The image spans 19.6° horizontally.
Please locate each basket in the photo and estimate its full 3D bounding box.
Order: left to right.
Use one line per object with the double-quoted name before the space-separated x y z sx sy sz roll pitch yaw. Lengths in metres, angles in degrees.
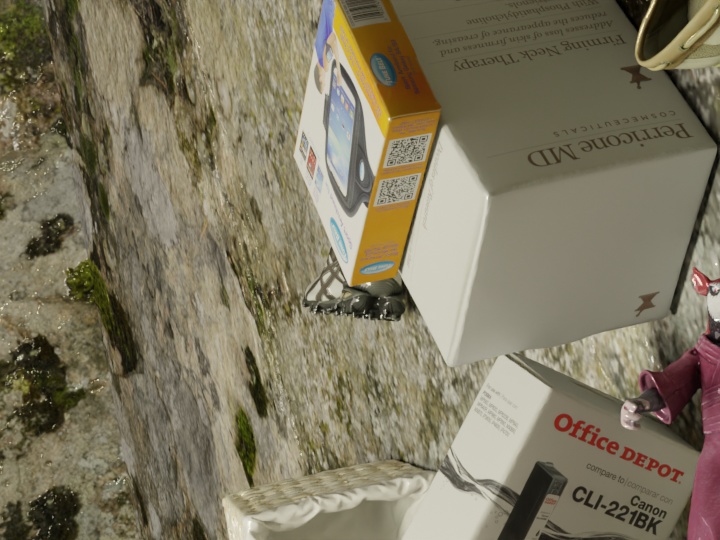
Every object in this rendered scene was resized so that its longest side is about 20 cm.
"basket" -0.014 0.292 1.982 0.161 0.200 0.198 -158 57 -76

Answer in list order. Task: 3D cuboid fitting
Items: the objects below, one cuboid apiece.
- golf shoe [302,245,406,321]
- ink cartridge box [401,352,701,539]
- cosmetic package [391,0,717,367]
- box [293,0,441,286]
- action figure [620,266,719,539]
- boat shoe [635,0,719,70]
"golf shoe" 0.000 0.000 1.957 0.200 0.078 0.095 176 99 -71
"ink cartridge box" 0.122 0.175 1.410 0.200 0.144 0.084 -64 26 4
"cosmetic package" 0.106 -0.074 1.384 0.166 0.167 0.200 99 152 -46
"box" -0.001 -0.082 1.368 0.200 0.041 0.119 106 147 -51
"action figure" 0.241 0.089 1.252 0.149 0.134 0.200 23 -122 -58
"boat shoe" 0.204 -0.189 1.169 0.201 0.063 0.073 102 150 -54
